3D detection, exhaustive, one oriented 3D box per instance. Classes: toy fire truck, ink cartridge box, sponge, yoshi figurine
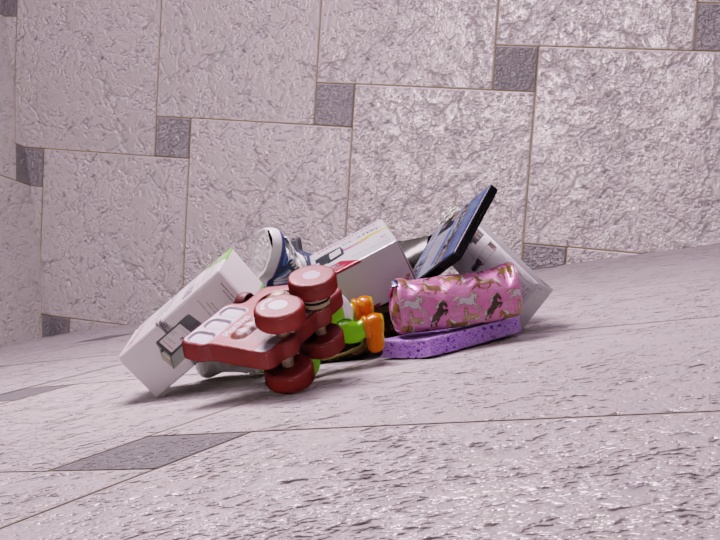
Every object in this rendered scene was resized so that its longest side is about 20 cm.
[{"bbox_3d":[-0.120,0.067,1.406,0.166,0.114,0.200,8,30,28],"label":"toy fire truck"},{"bbox_3d":[-0.246,0.074,1.571,0.199,0.084,0.146,-40,11,10],"label":"ink cartridge box"},{"bbox_3d":[0.000,0.000,1.707,0.144,0.084,0.200,-27,14,0],"label":"ink cartridge box"},{"bbox_3d":[0.135,0.100,1.596,0.198,0.030,0.111,-10,2,-40],"label":"sponge"},{"bbox_3d":[-0.069,0.101,1.528,0.197,0.114,0.113,-6,-19,-15],"label":"yoshi figurine"}]

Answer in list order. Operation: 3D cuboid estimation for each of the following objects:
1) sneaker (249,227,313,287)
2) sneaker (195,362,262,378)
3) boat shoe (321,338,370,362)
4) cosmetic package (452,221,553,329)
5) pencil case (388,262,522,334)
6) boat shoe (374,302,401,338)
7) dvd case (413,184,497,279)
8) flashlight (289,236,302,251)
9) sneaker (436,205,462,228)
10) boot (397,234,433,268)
[{"bbox_3d":[-0.114,-0.019,1.886,0.144,0.081,0.201,-7,-27,-20],"label":"sneaker"},{"bbox_3d":[-0.178,0.127,1.628,0.199,0.082,0.076,-32,-10,34],"label":"sneaker"},{"bbox_3d":[-0.076,0.108,1.667,0.197,0.073,0.068,-8,0,18],"label":"boat shoe"},{"bbox_3d":[0.212,-0.001,1.713,0.050,0.083,0.200,17,23,-48],"label":"cosmetic package"},{"bbox_3d":[0.141,0.040,1.572,0.197,0.088,0.083,-7,4,-7],"label":"pencil case"},{"bbox_3d":[0.087,0.078,1.694,0.071,0.069,0.199,2,-14,-42],"label":"boat shoe"},{"bbox_3d":[0.135,-0.041,1.664,0.144,0.017,0.200,-60,9,-29],"label":"dvd case"},{"bbox_3d":[-0.130,0.042,2.003,0.067,0.203,0.068,-10,2,3],"label":"flashlight"},{"bbox_3d":[0.209,-0.027,1.825,0.070,0.201,0.099,-48,-34,17],"label":"sneaker"},{"bbox_3d":[0.059,0.024,1.822,0.137,0.202,0.077,-8,-32,27],"label":"boot"}]
